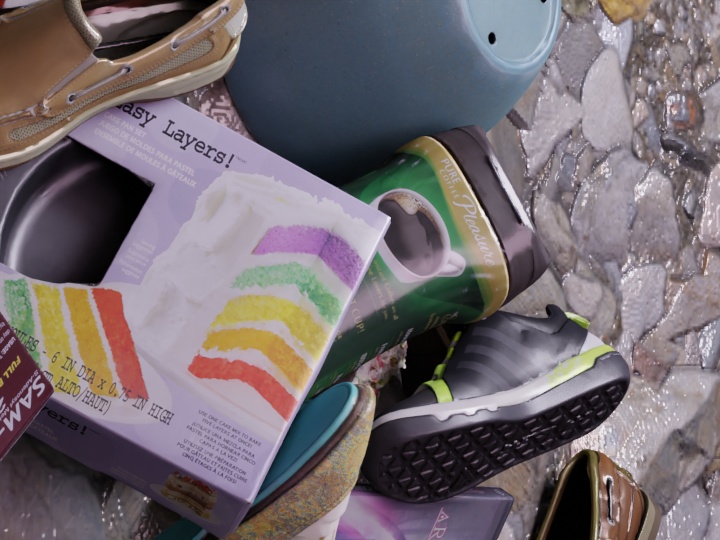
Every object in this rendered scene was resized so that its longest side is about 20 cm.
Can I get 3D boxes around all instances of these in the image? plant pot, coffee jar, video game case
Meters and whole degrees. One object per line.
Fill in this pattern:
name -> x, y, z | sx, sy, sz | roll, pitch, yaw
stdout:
plant pot -> 0.032, -0.149, 1.530 | 0.199, 0.134, 0.202 | 6, 83, -48
coffee jar -> 0.000, 0.000, 1.460 | 0.199, 0.085, 0.105 | -24, 81, -23
video game case -> -0.007, 0.182, 1.495 | 0.199, 0.019, 0.144 | 7, 111, -48

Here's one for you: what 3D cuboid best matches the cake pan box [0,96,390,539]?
cake pan box -> -0.108, 0.005, 1.346 | 0.199, 0.052, 0.185 | 30, 57, -2

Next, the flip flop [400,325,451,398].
flip flop -> 0.046, 0.025, 1.586 | 0.200, 0.081, 0.058 | 55, 35, -24

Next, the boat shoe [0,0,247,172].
boat shoe -> -0.146, -0.108, 1.317 | 0.199, 0.076, 0.072 | -25, 73, -24

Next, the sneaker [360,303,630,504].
sneaker -> 0.061, 0.067, 1.504 | 0.199, 0.072, 0.083 | -14, 55, -43

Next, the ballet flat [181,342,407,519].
ballet flat -> -0.027, 0.086, 1.492 | 0.200, 0.075, 0.064 | -51, 136, -35

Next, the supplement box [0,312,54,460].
supplement box -> -0.237, 0.002, 1.222 | 0.200, 0.108, 0.061 | 58, 49, -28

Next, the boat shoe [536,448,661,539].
boat shoe -> 0.122, 0.201, 1.663 | 0.068, 0.072, 0.201 | 48, 43, -30

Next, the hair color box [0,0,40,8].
hair color box -> -0.124, -0.231, 1.329 | 0.111, 0.064, 0.201 | -12, 132, -49

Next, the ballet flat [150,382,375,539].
ballet flat -> -0.054, 0.135, 1.377 | 0.071, 0.200, 0.071 | 46, 15, -16
